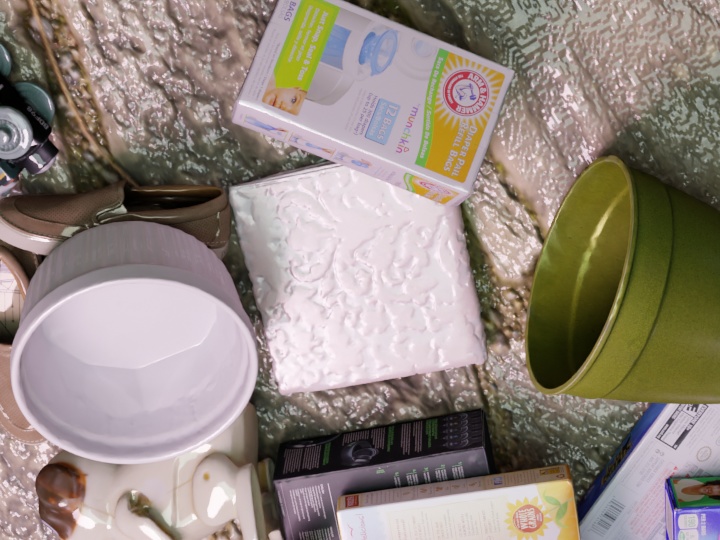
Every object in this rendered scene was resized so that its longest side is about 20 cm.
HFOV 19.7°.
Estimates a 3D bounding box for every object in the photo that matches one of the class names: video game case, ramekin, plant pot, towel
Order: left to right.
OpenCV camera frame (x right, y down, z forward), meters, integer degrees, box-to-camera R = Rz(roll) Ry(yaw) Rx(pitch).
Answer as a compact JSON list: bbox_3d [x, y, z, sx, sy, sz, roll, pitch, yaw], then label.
[{"bbox_3d":[-0.187,0.052,1.705,0.200,0.105,0.200,-5,129,-6],"label":"ramekin"},{"bbox_3d":[0.000,0.000,1.769,0.191,0.032,0.200,-10,107,7],"label":"towel"},{"bbox_3d":[0.263,0.029,1.694,0.193,0.200,0.201,16,109,-15],"label":"plant pot"},{"bbox_3d":[0.303,0.207,1.814,0.181,0.045,0.200,32,107,-8],"label":"video game case"}]

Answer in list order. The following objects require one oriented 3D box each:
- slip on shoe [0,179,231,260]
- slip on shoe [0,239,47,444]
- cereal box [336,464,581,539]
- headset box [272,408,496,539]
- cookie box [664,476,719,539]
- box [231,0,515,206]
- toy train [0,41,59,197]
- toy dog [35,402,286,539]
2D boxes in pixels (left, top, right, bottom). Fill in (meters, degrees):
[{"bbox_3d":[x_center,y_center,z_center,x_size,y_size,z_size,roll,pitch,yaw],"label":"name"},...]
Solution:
[{"bbox_3d":[-0.208,-0.049,1.736,0.200,0.076,0.061,8,123,-3],"label":"slip on shoe"},{"bbox_3d":[-0.297,0.061,1.781,0.076,0.061,0.200,0,108,2],"label":"slip on shoe"},{"bbox_3d":[0.088,0.247,1.745,0.200,0.040,0.144,-7,107,4],"label":"cereal box"},{"bbox_3d":[0.040,0.227,1.810,0.200,0.093,0.174,-11,107,6],"label":"headset box"},{"bbox_3d":[0.365,0.261,1.767,0.200,0.075,0.171,-3,108,3],"label":"cookie box"},{"bbox_3d":[0.009,-0.140,1.667,0.200,0.101,0.113,22,84,-4],"label":"box"},{"bbox_3d":[-0.344,-0.145,1.717,0.114,0.085,0.200,-36,105,26],"label":"toy train"},{"bbox_3d":[-0.182,0.189,1.788,0.200,0.140,0.194,-13,96,7],"label":"toy dog"}]
